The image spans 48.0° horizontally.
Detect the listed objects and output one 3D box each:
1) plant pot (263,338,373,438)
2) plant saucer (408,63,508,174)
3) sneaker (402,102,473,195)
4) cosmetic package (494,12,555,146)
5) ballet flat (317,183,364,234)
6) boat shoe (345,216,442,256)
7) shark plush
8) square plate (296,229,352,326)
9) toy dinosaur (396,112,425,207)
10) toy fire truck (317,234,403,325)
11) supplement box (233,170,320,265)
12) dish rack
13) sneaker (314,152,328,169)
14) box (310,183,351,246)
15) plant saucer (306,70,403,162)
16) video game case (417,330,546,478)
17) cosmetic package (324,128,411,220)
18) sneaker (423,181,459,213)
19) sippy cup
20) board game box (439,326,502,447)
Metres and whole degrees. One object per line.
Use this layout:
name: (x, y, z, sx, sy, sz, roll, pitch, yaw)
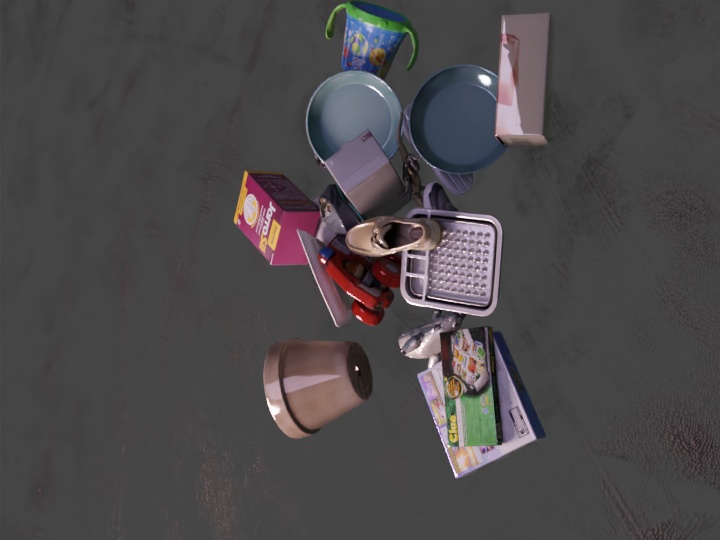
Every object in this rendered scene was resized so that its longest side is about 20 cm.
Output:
plant pot: (-0.073, 0.222, 1.638, 0.170, 0.199, 0.204, -17, 75, 22)
plant saucer: (0.186, -0.271, 1.473, 0.195, 0.036, 0.205, -2, 83, 12)
sneaker: (0.148, -0.226, 1.534, 0.072, 0.071, 0.202, -28, 78, -11)
cosmetic package: (0.281, -0.321, 1.377, 0.085, 0.103, 0.205, 4, 88, 20)
ballet flat: (-0.042, -0.109, 1.612, 0.074, 0.072, 0.201, -63, 30, 19)
boat shoe: (0.047, -0.063, 1.438, 0.197, 0.064, 0.074, -1, 88, 36)
shark plush: (0.141, 0.098, 1.516, 0.201, 0.089, 0.084, -54, 25, 31)
square plate: (-0.063, 0.015, 1.615, 0.028, 0.200, 0.202, -23, 85, 4)
toy dinosaur: (0.094, -0.187, 1.512, 0.046, 0.088, 0.204, -14, 111, 9)
toy fire truck: (0.000, 0.000, 1.551, 0.166, 0.200, 0.113, 31, 115, 3)
supplement box: (-0.185, -0.117, 1.773, 0.200, 0.102, 0.133, 43, 124, 43)
dish rack: (0.165, -0.017, 1.425, 0.197, 0.043, 0.176, 9, 98, 36)
sneaker: (-0.025, -0.293, 1.675, 0.076, 0.087, 0.202, 45, 116, 34)
box: (-0.024, -0.113, 1.699, 0.198, 0.036, 0.147, -29, 68, 39)
plant saucer: (-0.010, -0.295, 1.616, 0.195, 0.036, 0.205, 1, 104, 4)
video game case: (0.212, 0.240, 1.446, 0.180, 0.045, 0.203, -34, 65, 31)
cosmetic package: (0.018, -0.169, 1.530, 0.106, 0.200, 0.091, -36, 70, 6)
sneaker: (0.192, -0.081, 1.473, 0.113, 0.075, 0.204, -25, 79, 36)
sippy cup: (0.021, -0.456, 1.626, 0.178, 0.137, 0.133, 46, 128, 44)
board game box: (0.193, 0.206, 1.423, 0.103, 0.023, 0.205, -10, 79, 36)
